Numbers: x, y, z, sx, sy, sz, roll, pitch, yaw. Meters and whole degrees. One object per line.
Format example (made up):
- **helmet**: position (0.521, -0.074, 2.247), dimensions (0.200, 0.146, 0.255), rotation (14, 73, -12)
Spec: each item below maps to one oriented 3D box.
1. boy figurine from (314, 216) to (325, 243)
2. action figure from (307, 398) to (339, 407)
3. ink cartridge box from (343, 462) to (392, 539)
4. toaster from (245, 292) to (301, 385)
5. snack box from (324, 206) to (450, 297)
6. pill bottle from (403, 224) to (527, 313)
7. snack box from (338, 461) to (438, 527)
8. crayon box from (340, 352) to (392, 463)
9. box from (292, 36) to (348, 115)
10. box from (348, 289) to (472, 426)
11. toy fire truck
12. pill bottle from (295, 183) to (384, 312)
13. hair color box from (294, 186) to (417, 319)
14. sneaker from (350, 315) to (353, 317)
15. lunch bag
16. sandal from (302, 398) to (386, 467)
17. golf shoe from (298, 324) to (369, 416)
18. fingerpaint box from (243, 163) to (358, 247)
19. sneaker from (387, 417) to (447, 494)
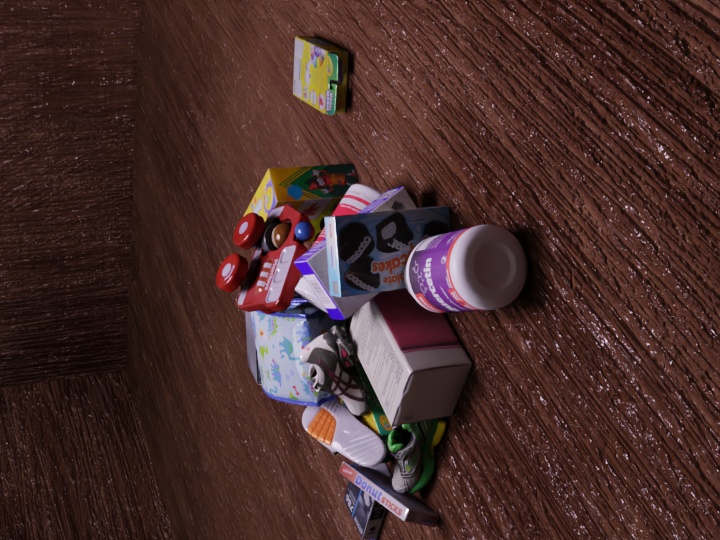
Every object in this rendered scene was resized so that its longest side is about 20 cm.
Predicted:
- **boy figurine**: position (-0.050, -0.027, 1.829), dimensions (0.200, 0.064, 0.125), rotation (98, -173, -66)
- **action figure**: position (-0.068, 0.263, 1.897), dimensions (0.200, 0.065, 0.099), rotation (83, 179, -47)
- **ink cartridge box**: position (0.011, 0.427, 1.863), dimensions (0.100, 0.039, 0.201), rotation (-122, 33, -44)
- **toaster**: position (-0.131, 0.112, 1.927), dimensions (0.119, 0.180, 0.201), rotation (-150, 56, -68)
- **snack box**: position (0.045, -0.030, 1.460), dimensions (0.037, 0.199, 0.117), rotation (4, 100, 60)
- **pill bottle**: position (0.136, 0.002, 1.369), dimensions (0.200, 0.112, 0.113), rotation (168, 95, -67)
- **snack box**: position (0.045, 0.379, 1.686), dimensions (0.200, 0.072, 0.024), rotation (23, 92, 53)
- **crayon box**: position (0.014, 0.233, 1.779), dimensions (0.119, 0.058, 0.201), rotation (116, 141, -51)
- **box**: position (-0.072, -0.365, 1.846), dimensions (0.200, 0.048, 0.118), rotation (-134, 44, -59)
- **box**: position (0.073, 0.122, 1.550), dimensions (0.128, 0.109, 0.200), rotation (106, 148, -41)
- **toy fire truck**: position (-0.141, -0.020, 1.675), dimensions (0.168, 0.112, 0.201), rotation (-8, 56, 51)
- **pill bottle**: position (-0.018, -0.031, 1.602), dimensions (0.200, 0.112, 0.112), rotation (-58, 21, -11)
- **hair color box**: position (0.011, -0.027, 1.511), dimensions (0.110, 0.200, 0.065), rotation (57, 161, -12)
- **sneaker**: position (0.001, 0.000, 1.751), dimensions (0.200, 0.069, 0.100), rotation (120, 143, -45)
- **lunch bag**: position (-0.116, 0.142, 1.771), dimensions (0.199, 0.127, 0.171), rotation (-1, 99, 42)
- **sandal**: position (-0.025, 0.292, 1.722), dimensions (0.206, 0.079, 0.059), rotation (33, 161, 44)
- **golf shoe**: position (-0.042, 0.178, 1.665), dimensions (0.077, 0.088, 0.200), rotation (-121, 9, -50)
- **fingerpaint box**: position (-0.113, -0.122, 1.851), dimensions (0.200, 0.166, 0.074), rotation (130, 130, -60)
- **sneaker**: position (0.076, 0.288, 1.616), dimensions (0.078, 0.085, 0.201), rotation (-123, 34, -47)
